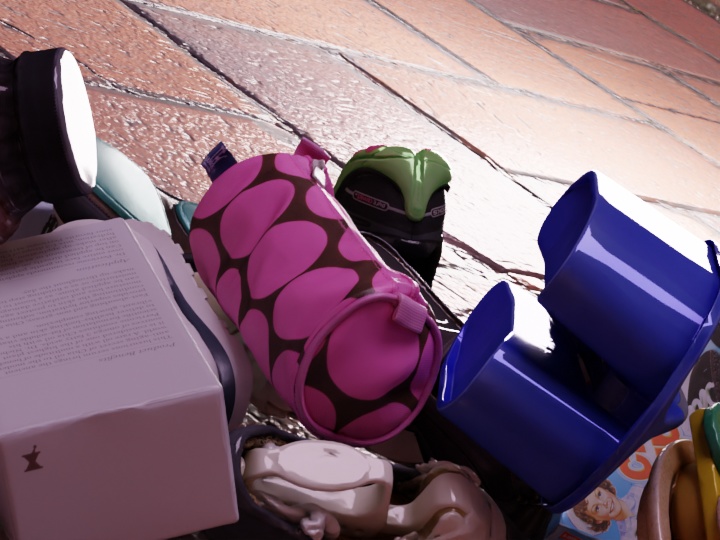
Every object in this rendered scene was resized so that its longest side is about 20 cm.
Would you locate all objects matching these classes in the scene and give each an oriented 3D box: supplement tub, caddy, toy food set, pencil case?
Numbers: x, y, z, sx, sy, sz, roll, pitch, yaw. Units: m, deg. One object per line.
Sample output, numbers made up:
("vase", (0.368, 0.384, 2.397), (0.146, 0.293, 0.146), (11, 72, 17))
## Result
("supplement tub", (-0.228, -0.054, 1.412), (0.199, 0.107, 0.107), (-9, 12, 7))
("caddy", (0.116, 0.038, 1.449), (0.105, 0.142, 0.200), (37, 13, -5))
("toy food set", (0.191, 0.168, 1.413), (0.198, 0.049, 0.200), (45, 30, -38))
("pencil case", (-0.022, 0.008, 1.508), (0.091, 0.094, 0.200), (42, 5, -33))

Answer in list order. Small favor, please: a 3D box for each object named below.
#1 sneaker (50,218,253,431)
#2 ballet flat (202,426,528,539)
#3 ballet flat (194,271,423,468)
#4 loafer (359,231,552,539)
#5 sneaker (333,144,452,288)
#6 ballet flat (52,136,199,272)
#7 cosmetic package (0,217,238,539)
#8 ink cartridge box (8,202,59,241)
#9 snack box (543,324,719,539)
("sneaker", (-0.130, 0.025, 1.546), (0.080, 0.077, 0.200), (4, 22, -32))
("ballet flat", (0.011, 0.116, 1.412), (0.199, 0.073, 0.073), (18, 16, -20))
("ballet flat", (-0.016, 0.061, 1.618), (0.199, 0.070, 0.069), (23, 14, -5))
("loafer", (0.046, 0.053, 1.571), (0.073, 0.072, 0.200), (-21, 65, -34))
("sneaker", (0.000, 0.000, 1.716), (0.076, 0.084, 0.200), (7, -26, -9))
("ballet flat", (-0.123, -0.018, 1.691), (0.200, 0.073, 0.073), (25, 10, -45))
("cosmetic package", (-0.129, 0.052, 1.364), (0.101, 0.072, 0.200), (-12, 25, -12))
("ink cartridge box", (-0.236, -0.048, 1.690), (0.119, 0.042, 0.200), (32, 18, 27))
("snack box", (0.174, 0.079, 1.657), (0.116, 0.201, 0.037), (21, -29, -11))
